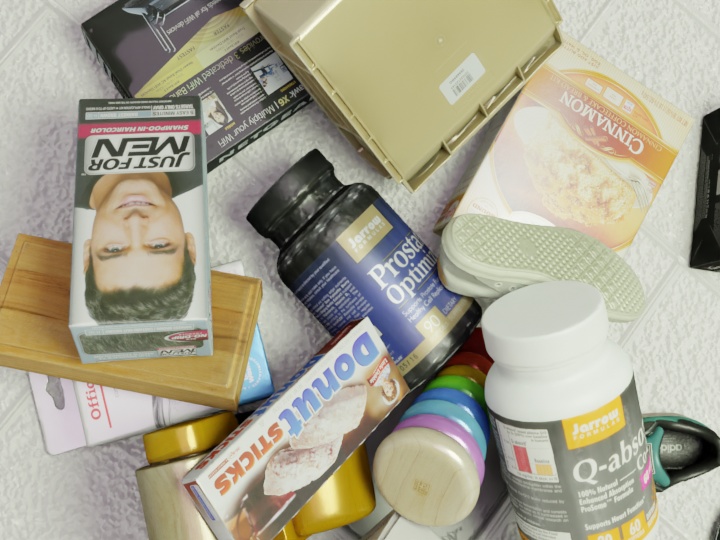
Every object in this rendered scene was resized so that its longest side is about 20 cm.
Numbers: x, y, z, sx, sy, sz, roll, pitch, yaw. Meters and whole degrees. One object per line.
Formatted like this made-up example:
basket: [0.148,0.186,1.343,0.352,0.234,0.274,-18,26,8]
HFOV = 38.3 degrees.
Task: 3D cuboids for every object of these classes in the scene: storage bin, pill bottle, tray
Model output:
storage bin: [0.045,-0.203,0.852,0.200,0.094,0.199,-44,131,-1]
pill bottle: [0.000,0.000,0.874,0.112,0.112,0.200,-44,92,-10]
tray: [-0.182,0.039,0.805,0.196,0.037,0.100,11,66,1]
pill bottle: [0.160,0.119,0.802,0.115,0.116,0.203,-20,111,-10]

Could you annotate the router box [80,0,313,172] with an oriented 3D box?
router box: [-0.117,-0.195,0.907,0.199,0.052,0.159,-35,91,-11]

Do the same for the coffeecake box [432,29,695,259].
coffeecake box: [0.181,-0.084,0.931,0.152,0.073,0.202,31,81,-5]

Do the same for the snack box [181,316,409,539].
snack box: [-0.042,0.120,0.767,0.200,0.024,0.073,-42,106,-39]

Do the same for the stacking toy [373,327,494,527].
stacking toy: [0.080,0.115,0.853,0.084,0.200,0.087,10,120,18]

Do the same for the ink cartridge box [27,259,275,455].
ink cartridge box: [-0.179,0.075,0.861,0.196,0.067,0.118,-15,86,-10]

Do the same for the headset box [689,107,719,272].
headset box: [0.419,-0.064,0.964,0.196,0.077,0.152,8,83,-9]

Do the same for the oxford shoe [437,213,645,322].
oxford shoe: [0.147,0.003,0.856,0.197,0.058,0.076,13,54,-20]

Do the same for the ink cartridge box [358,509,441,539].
ink cartridge box: [0.049,0.310,0.816,0.200,0.084,0.145,46,123,5]

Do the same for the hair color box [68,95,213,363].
hair color box: [-0.165,-0.035,0.789,0.097,0.061,0.203,-3,61,-7]

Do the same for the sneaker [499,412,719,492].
sneaker: [0.223,0.159,0.906,0.196,0.080,0.073,-7,87,-9]

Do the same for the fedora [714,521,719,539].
fedora: [0.420,0.261,0.920,0.196,0.092,0.205,1,83,-9]

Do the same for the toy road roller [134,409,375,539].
toy road roller: [-0.072,0.166,0.804,0.143,0.200,0.125,-15,85,12]
